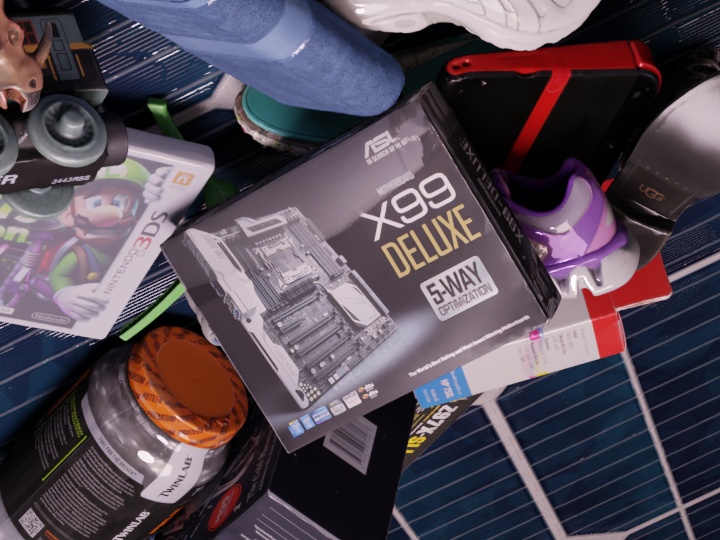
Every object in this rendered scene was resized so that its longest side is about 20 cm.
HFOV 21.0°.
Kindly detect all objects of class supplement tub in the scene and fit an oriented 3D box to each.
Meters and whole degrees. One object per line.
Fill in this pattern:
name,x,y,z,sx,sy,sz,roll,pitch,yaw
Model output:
supplement tub,-0.179,0.137,1.441,0.122,0.123,0.200,12,135,-44

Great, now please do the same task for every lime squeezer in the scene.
lime squeezer,-0.114,-0.023,1.277,0.070,0.038,0.200,-4,133,-19

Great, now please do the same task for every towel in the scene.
towel,-0.067,-0.145,1.108,0.200,0.111,0.049,26,81,-49

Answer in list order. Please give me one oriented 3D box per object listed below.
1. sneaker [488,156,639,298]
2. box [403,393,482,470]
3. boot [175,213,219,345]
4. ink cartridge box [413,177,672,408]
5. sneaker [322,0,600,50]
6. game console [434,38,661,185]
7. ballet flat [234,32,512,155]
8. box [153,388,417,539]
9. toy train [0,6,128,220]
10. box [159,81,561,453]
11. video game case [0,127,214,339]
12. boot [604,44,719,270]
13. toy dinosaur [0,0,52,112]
sneaker,0.074,-0.021,1.248,0.199,0.081,0.089,-14,121,8
box,0.002,0.115,1.600,0.159,0.049,0.200,4,139,-41
boot,-0.027,-0.010,1.344,0.199,0.096,0.074,-20,149,-6
ink cartridge box,0.122,0.014,1.435,0.199,0.116,0.067,-16,148,4
sneaker,0.074,-0.191,1.159,0.199,0.078,0.100,-4,140,-31
game console,0.094,-0.072,1.279,0.176,0.031,0.200,-5,142,-29
ballet flat,0.014,-0.104,1.255,0.199,0.076,0.064,-11,158,-16
box,-0.063,0.173,1.450,0.104,0.200,0.182,36,124,-14
toy train,-0.227,-0.085,1.067,0.199,0.114,0.085,-9,155,-32
box,0.000,0.000,1.202,0.200,0.158,0.050,-27,-170,23
video game case,-0.218,-0.032,1.218,0.199,0.023,0.182,12,135,-28
boot,0.222,-0.105,1.327,0.069,0.174,0.200,35,131,-7
toy dinosaur,-0.225,-0.176,0.983,0.135,0.086,0.200,-18,134,-29
